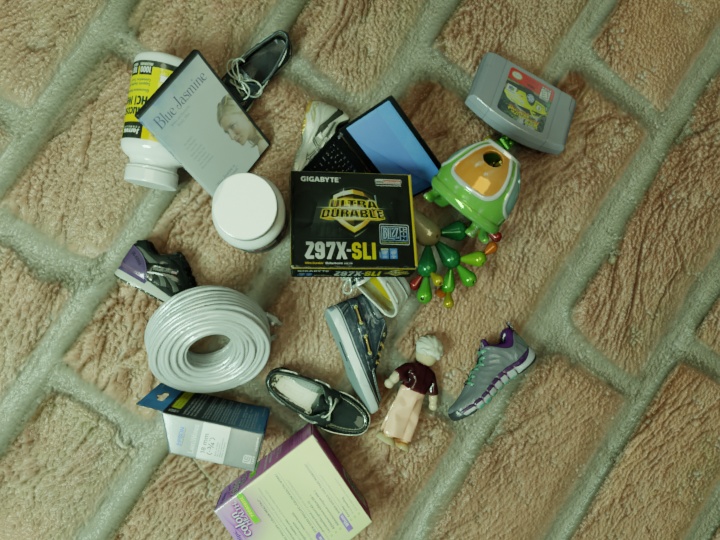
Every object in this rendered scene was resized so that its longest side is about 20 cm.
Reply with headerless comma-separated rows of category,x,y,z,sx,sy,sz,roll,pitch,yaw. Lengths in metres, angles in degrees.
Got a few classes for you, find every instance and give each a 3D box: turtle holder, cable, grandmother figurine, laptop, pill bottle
turtle holder,0.199,-0.129,0.900,0.133,0.184,0.141,-53,50,14
cable,-0.242,0.117,0.899,0.198,0.070,0.200,-36,133,8
grandmother figurine,0.091,0.209,0.988,0.120,0.060,0.203,30,81,-38
laptop,0.016,-0.148,0.930,0.201,0.103,0.178,-49,116,-13
pill bottle,-0.174,-0.089,0.889,0.113,0.200,0.119,0,90,-6
pill bottle,-0.330,-0.241,0.919,0.110,0.112,0.205,9,88,-6

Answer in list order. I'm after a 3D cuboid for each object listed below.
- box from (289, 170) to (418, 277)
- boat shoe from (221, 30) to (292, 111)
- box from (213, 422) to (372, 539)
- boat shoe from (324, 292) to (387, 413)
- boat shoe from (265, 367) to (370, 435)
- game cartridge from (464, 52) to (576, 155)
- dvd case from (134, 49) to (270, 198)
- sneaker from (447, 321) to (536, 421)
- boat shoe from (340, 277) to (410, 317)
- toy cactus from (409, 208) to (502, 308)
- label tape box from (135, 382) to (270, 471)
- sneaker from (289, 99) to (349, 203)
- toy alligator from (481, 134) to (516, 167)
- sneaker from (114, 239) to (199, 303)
box,-0.014,-0.073,0.876,0.195,0.049,0.163,1,73,-9
boat shoe,-0.192,-0.331,0.960,0.200,0.062,0.075,-43,95,-5
box,-0.111,0.397,0.942,0.199,0.097,0.177,-36,93,-6
boat shoe,0.015,0.142,0.972,0.090,0.071,0.204,-23,99,-18
boat shoe,-0.074,0.228,0.953,0.196,0.060,0.077,21,79,1
game cartridge,0.290,-0.296,1.003,0.197,0.041,0.135,26,69,-5
dvd case,-0.246,-0.227,0.904,0.144,0.017,0.201,-54,134,-15
sneaker,0.218,0.180,1.000,0.198,0.075,0.088,-36,83,-16
boat shoe,-0.002,0.002,0.928,0.203,0.074,0.087,49,45,-16
toy cactus,0.144,-0.039,0.979,0.165,0.102,0.200,45,81,0
label tape box,-0.253,0.250,0.905,0.196,0.144,0.065,14,90,-5
sneaker,-0.070,-0.190,0.965,0.086,0.076,0.205,13,88,-5
toy alligator,0.248,-0.220,1.009,0.199,0.054,0.060,-39,94,-5
sneaker,-0.307,0.017,0.940,0.197,0.076,0.089,29,80,-5
